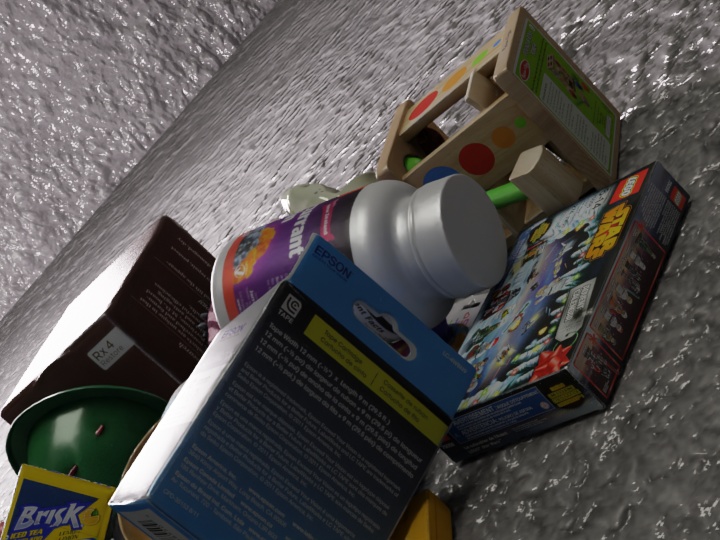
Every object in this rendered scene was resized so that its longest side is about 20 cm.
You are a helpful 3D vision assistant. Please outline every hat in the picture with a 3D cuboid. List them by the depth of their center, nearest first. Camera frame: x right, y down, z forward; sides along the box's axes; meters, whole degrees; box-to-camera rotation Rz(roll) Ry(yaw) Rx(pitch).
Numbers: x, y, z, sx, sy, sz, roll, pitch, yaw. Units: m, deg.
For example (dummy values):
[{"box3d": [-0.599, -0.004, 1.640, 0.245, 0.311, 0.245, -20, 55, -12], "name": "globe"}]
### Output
[{"box3d": [-0.234, 0.219, 1.287, 0.200, 0.166, 0.176, -27, 36, 22], "name": "hat"}]

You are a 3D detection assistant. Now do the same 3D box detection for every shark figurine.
[{"box3d": [-0.006, 0.011, 1.243, 0.128, 0.089, 0.215, -25, 50, 33], "name": "shark figurine"}]

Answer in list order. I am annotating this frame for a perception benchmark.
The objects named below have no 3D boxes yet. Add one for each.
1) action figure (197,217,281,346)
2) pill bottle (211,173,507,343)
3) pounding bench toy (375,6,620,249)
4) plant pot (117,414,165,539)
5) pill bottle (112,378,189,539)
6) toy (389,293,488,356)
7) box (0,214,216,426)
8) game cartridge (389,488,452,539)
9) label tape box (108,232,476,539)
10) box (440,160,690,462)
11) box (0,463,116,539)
[{"box3d": [-0.042, 0.036, 1.355, 0.200, 0.149, 0.134, -5, 70, 40], "name": "action figure"}, {"box3d": [0.000, 0.000, 1.101, 0.200, 0.112, 0.112, -19, 28, 33], "name": "pill bottle"}, {"box3d": [0.098, -0.077, 1.184, 0.156, 0.124, 0.200, -37, 18, 28], "name": "pounding bench toy"}, {"box3d": [-0.066, 0.140, 1.038, 0.200, 0.028, 0.200, -12, 38, 9], "name": "plant pot"}, {"box3d": [-0.117, 0.170, 1.145, 0.111, 0.111, 0.200, -37, 17, 28], "name": "pill bottle"}, {"box3d": [0.028, 0.077, 1.123, 0.115, 0.047, 0.200, -20, 31, 54], "name": "toy"}, {"box3d": [-0.200, 0.089, 1.448, 0.166, 0.164, 0.200, -40, 16, 28], "name": "box"}, {"box3d": [-0.026, 0.235, 0.896, 0.200, 0.032, 0.176, -42, 16, 16], "name": "game cartridge"}, {"box3d": [-0.036, 0.100, 0.927, 0.066, 0.143, 0.200, -24, 30, 55], "name": "label tape box"}, {"box3d": [0.129, 0.026, 1.005, 0.137, 0.040, 0.200, -28, 23, 45], "name": "box"}, {"box3d": [-0.219, 0.194, 1.117, 0.200, 0.070, 0.064, 120, 164, -70], "name": "box"}]
